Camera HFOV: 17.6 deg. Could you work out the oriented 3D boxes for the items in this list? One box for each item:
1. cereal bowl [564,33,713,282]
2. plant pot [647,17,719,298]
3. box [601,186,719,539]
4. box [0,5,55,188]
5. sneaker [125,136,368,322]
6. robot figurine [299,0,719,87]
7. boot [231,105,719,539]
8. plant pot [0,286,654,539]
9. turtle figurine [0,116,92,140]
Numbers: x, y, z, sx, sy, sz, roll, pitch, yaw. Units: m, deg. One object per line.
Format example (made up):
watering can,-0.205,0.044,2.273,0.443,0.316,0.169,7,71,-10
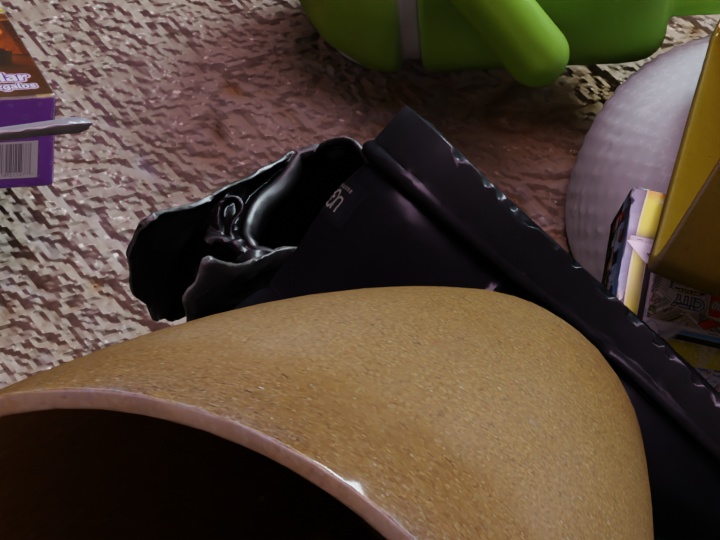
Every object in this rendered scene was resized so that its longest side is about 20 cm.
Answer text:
cereal bowl,0.186,-0.032,0.924,0.200,0.083,0.200,9,42,-8
plant pot,0.231,-0.078,0.777,0.176,0.200,0.200,27,33,-1
box,0.176,0.060,0.810,0.200,0.038,0.137,13,69,-1
box,-0.225,-0.069,0.857,0.200,0.039,0.137,-5,28,-21
sneaker,-0.002,-0.002,0.814,0.200,0.104,0.060,-22,52,-39
robot figurine,0.060,-0.142,0.969,0.200,0.116,0.176,-3,24,2
boot,0.025,0.070,0.735,0.200,0.168,0.076,41,5,-15
plant pot,-0.004,0.081,0.569,0.186,0.187,0.200,26,27,14
turtle figurine,-0.173,0.032,0.705,0.200,0.144,0.194,27,41,20
